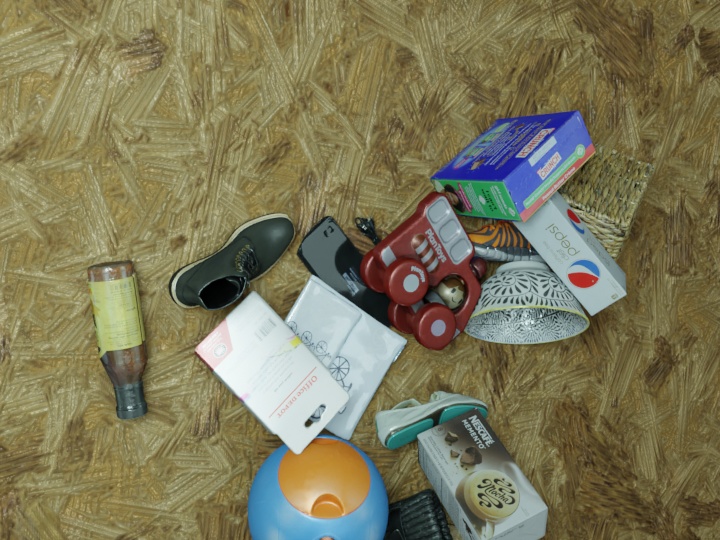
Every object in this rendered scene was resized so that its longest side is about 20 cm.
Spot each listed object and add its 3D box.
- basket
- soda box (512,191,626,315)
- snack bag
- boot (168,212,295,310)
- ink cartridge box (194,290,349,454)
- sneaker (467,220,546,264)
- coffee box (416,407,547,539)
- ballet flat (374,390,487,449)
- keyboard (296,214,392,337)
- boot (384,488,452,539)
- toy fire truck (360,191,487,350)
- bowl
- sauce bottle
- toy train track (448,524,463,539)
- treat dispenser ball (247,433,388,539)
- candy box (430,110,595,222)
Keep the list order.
[{"bbox_3d":[0.376,-0.092,1.383,0.201,0.141,0.151,-51,157,-43],"label":"basket"},{"bbox_3d":[0.316,-0.033,1.270,0.200,0.068,0.064,48,30,-11],"label":"soda box"},{"bbox_3d":[-0.045,0.138,1.252,0.199,0.021,0.191,35,83,-24],"label":"snack bag"},{"bbox_3d":[-0.150,-0.006,1.128,0.199,0.138,0.078,-38,110,-19],"label":"boot"},{"bbox_3d":[-0.121,0.143,1.163,0.116,0.067,0.200,-43,91,-15],"label":"ink cartridge box"},{"bbox_3d":[0.224,-0.072,1.355,0.197,0.077,0.115,5,88,-36],"label":"sneaker"},{"bbox_3d":[0.177,0.319,1.257,0.111,0.201,0.081,-20,136,-14],"label":"coffee box"},{"bbox_3d":[0.109,0.223,1.324,0.196,0.069,0.071,-11,100,-26],"label":"ballet flat"},{"bbox_3d":[0.000,0.000,1.272,0.127,0.021,0.201,-42,112,-11],"label":"keyboard"},{"bbox_3d":[0.072,0.447,1.279,0.155,0.080,0.215,-16,104,9],"label":"boot"},{"bbox_3d":[0.108,0.009,1.246,0.167,0.112,0.202,-39,113,-11],"label":"toy fire truck"},{"bbox_3d":[0.258,0.044,1.332,0.197,0.200,0.096,12,67,-27],"label":"bowl"},{"bbox_3d":[-0.312,0.091,1.097,0.065,0.066,0.205,-9,97,-25],"label":"sauce bottle"},{"bbox_3d":[0.207,0.449,1.412,0.197,0.032,0.117,16,88,-28],"label":"toy train track"},{"bbox_3d":[-0.059,0.333,1.173,0.197,0.200,0.206,-3,96,-26],"label":"treat dispenser ball"},{"bbox_3d":[0.226,-0.157,1.269,0.169,0.199,0.078,-41,111,-17],"label":"candy box"}]
